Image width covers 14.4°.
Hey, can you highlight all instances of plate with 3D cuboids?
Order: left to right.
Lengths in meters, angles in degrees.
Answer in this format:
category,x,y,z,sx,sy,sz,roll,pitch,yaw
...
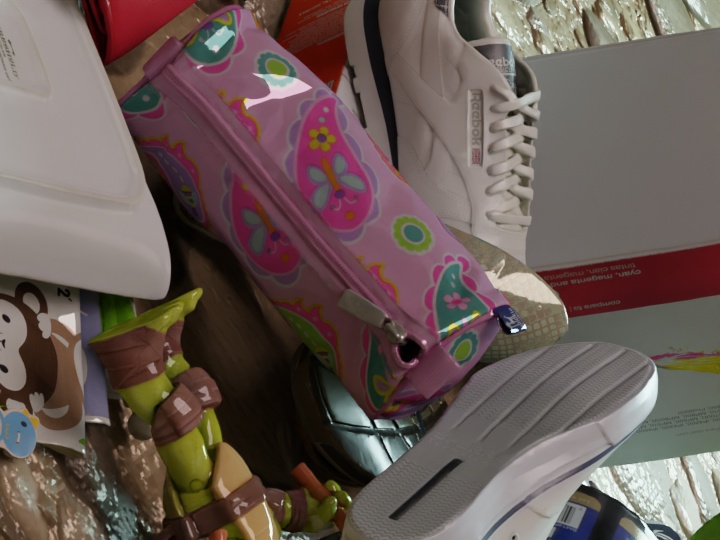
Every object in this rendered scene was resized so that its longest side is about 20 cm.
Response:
category,x,y,z,sx,sy,sz,roll,pitch,yaw
plate,-0.162,-0.089,1.195,0.200,0.032,0.200,12,51,-57

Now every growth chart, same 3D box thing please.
category,x,y,z,sx,sy,sz,roll,pitch,yaw
growth chart,-0.151,0.013,1.180,0.200,0.018,0.145,15,57,-56

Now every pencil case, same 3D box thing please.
category,x,y,z,sx,sy,sz,roll,pitch,yaw
pencil case,-0.020,-0.024,1.271,0.200,0.087,0.087,50,25,10

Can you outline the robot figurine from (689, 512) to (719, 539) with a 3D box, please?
category,x,y,z,sx,sy,sz,roll,pitch,yaw
robot figurine,0.222,0.215,1.548,0.116,0.175,0.201,20,73,-34

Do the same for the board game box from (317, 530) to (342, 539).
category,x,y,z,sx,sy,sz,roll,pitch,yaw
board game box,0.010,0.227,1.286,0.200,0.032,0.120,64,30,-5

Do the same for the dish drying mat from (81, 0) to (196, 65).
category,x,y,z,sx,sy,sz,roll,pitch,yaw
dish drying mat,-0.060,-0.177,1.310,0.200,0.018,0.077,-45,140,-34

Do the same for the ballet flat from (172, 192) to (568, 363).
category,x,y,z,sx,sy,sz,roll,pitch,yaw
ballet flat,0.000,0.000,1.341,0.200,0.068,0.062,26,32,5

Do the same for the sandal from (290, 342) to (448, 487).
category,x,y,z,sx,sy,sz,roll,pitch,yaw
sandal,-0.002,0.068,1.373,0.200,0.054,0.082,-10,80,-77

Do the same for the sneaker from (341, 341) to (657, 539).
category,x,y,z,sx,sy,sz,roll,pitch,yaw
sneaker,0.060,0.097,1.250,0.200,0.073,0.071,-32,132,-40

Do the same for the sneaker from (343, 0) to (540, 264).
category,x,y,z,sx,sy,sz,roll,pitch,yaw
sneaker,0.053,-0.058,1.400,0.076,0.080,0.200,7,65,-62

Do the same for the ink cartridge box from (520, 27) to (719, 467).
category,x,y,z,sx,sy,sz,roll,pitch,yaw
ink cartridge box,0.150,-0.006,1.538,0.200,0.144,0.146,67,17,-51

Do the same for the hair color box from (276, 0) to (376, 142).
category,x,y,z,sx,sy,sz,roll,pitch,yaw
hair color box,0.001,-0.068,1.471,0.111,0.064,0.200,54,28,-25

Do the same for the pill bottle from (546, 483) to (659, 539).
category,x,y,z,sx,sy,sz,roll,pitch,yaw
pill bottle,0.070,0.185,1.279,0.112,0.112,0.200,59,27,-13

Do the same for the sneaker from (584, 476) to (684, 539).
category,x,y,z,sx,sy,sz,roll,pitch,yaw
sneaker,0.103,0.120,1.483,0.199,0.079,0.130,-13,89,-53

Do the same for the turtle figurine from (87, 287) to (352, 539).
category,x,y,z,sx,sy,sz,roll,pitch,yaw
turtle figurine,-0.058,0.091,1.204,0.162,0.064,0.200,66,21,-2
